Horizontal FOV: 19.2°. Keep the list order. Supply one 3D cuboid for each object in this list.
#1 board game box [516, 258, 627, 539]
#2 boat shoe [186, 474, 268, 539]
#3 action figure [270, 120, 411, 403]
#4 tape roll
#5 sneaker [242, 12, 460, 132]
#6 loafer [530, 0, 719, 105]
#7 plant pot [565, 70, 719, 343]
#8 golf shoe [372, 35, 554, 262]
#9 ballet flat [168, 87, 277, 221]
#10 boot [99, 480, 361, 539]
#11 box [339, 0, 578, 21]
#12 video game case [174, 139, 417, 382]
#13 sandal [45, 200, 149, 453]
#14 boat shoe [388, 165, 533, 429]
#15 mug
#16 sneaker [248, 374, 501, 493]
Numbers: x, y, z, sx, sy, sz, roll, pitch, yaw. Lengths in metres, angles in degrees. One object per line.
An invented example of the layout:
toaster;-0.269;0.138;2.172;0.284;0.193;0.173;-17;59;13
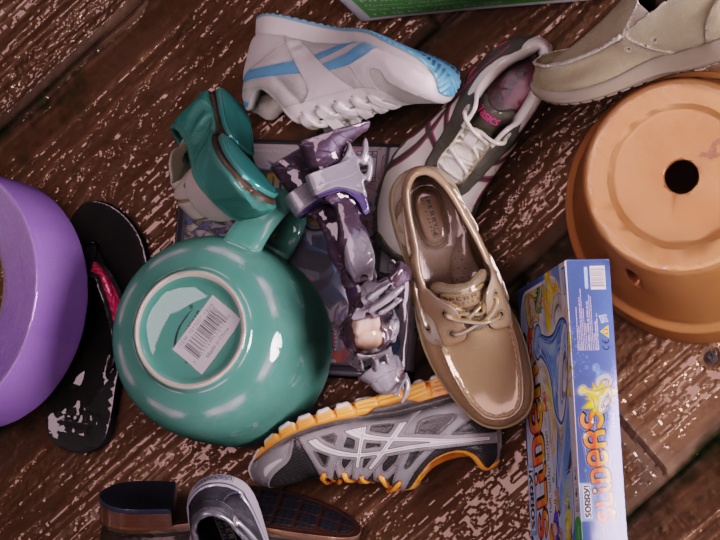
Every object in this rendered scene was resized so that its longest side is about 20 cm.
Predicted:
board game box;0.150;0.101;1.516;0.034;0.135;0.201;-1;80;-10
boat shoe;-0.075;0.247;1.549;0.071;0.068;0.201;-16;110;7
action figure;0.000;0.000;1.533;0.069;0.130;0.201;-17;86;-14
tape roll;-0.311;0.022;1.666;0.199;0.066;0.201;-6;79;31
sneaker;-0.007;-0.141;1.613;0.200;0.076;0.081;14;88;42
loafer;0.198;-0.166;1.470;0.200;0.076;0.069;-14;99;40
plant pot;0.235;-0.055;1.514;0.199;0.140;0.201;-3;81;16
golf shoe;0.075;-0.094;1.576;0.077;0.088;0.200;34;86;1
ballet flat;-0.107;-0.072;1.579;0.070;0.200;0.067;-43;114;10
boot;-0.100;0.219;1.616;0.199;0.075;0.097;6;109;6
box;0.069;-0.306;1.580;0.198;0.171;0.201;-3;81;15
video game case;-0.049;-0.010;1.645;0.199;0.025;0.182;3;83;16
sandal;-0.212;0.043;1.671;0.075;0.045;0.201;4;83;17
boat shoe;0.069;0.021;1.520;0.071;0.065;0.201;-23;91;-2
mug;-0.109;0.036;1.582;0.151;0.114;0.186;-11;79;14
sneaker;0.012;0.132;1.582;0.199;0.078;0.078;-17;82;11
